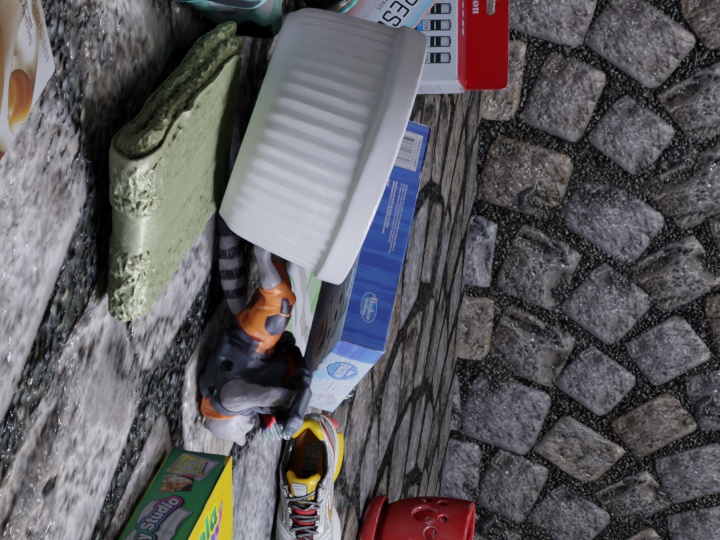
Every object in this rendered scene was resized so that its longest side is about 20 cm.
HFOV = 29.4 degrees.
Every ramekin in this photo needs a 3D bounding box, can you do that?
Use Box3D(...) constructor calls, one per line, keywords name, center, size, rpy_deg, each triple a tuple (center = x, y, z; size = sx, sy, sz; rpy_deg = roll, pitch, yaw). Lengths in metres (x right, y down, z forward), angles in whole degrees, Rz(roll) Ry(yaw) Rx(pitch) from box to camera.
Box3D(name="ramekin", center=(-0.032, -0.100, 1.030), size=(0.200, 0.104, 0.201), rpy_deg=(-161, -90, -84))

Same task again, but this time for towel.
Box3D(name="towel", center=(-0.068, 0.060, 1.442), size=(0.150, 0.030, 0.201), rpy_deg=(89, 14, -48))
Box3D(name="towel", center=(-0.127, -0.070, 0.936), size=(0.200, 0.036, 0.149), rpy_deg=(-68, 171, -54))

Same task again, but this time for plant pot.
Box3D(name="plant pot", center=(0.089, 0.465, 2.263), size=(0.200, 0.181, 0.202), rpy_deg=(10, 90, -80))

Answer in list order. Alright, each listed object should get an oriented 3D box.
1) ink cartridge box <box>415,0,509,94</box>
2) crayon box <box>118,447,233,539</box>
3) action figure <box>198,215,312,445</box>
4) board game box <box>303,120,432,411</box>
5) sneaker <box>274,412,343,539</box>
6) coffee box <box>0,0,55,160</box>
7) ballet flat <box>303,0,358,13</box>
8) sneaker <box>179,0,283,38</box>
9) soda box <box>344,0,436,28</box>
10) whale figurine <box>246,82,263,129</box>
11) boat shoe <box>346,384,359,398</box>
Box3D(name="ink cartridge box", center=(0.061, -0.282, 1.382), size=(0.084, 0.174, 0.201), rpy_deg=(1, 88, -80))
Box3D(name="crayon box", center=(-0.151, 0.265, 1.055), size=(0.200, 0.058, 0.173), rpy_deg=(-65, 162, -58))
Box3D(name="action figure", center=(-0.097, 0.053, 1.182), size=(0.200, 0.104, 0.195), rpy_deg=(-139, -117, -72))
Box3D(name="board game box", center=(0.000, 0.000, 1.173), size=(0.199, 0.043, 0.201), rpy_deg=(126, -21, -67))
Box3D(name="sneaker", center=(-0.066, 0.258, 1.537), size=(0.082, 0.077, 0.201), rpy_deg=(40, 50, -74))
Box3D(name="coffee box", center=(-0.188, -0.057, 0.487), size=(0.115, 0.079, 0.201), rpy_deg=(88, 15, -47))
Box3D(name="ballet flat", center=(-0.030, -0.293, 1.253), size=(0.069, 0.068, 0.200), rpy_deg=(55, 19, -25))
Box3D(name="sneaker", center=(-0.087, -0.249, 0.949), size=(0.200, 0.077, 0.141), rpy_deg=(86, 12, -89))
Box3D(name="soda box", center=(0.031, -0.256, 1.258), size=(0.200, 0.063, 0.069), rpy_deg=(-46, -162, 38))
Box3D(name="whale figurine", center=(-0.055, -0.131, 1.221), size=(0.200, 0.103, 0.160), rpy_deg=(-129, -131, -71))
Box3D(name="boat shoe", center=(-0.005, 0.087, 1.729), size=(0.071, 0.063, 0.201), rpy_deg=(-70, 165, -49))
